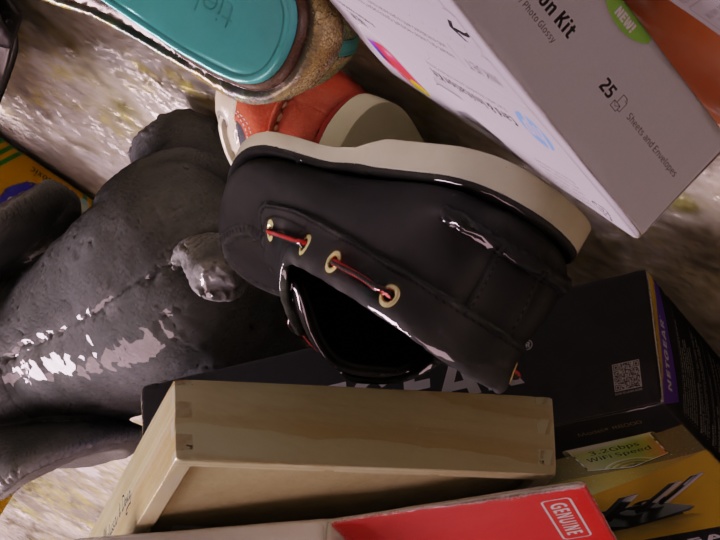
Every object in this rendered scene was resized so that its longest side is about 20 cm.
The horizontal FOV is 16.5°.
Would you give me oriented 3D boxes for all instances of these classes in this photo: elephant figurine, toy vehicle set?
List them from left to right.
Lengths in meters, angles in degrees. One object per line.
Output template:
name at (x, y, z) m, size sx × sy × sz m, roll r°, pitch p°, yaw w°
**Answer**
elephant figurine at (-0.124, 0.033, 0.982) m, size 0.199 × 0.142 × 0.156 m, roll -21°, pitch 136°, yaw 6°
toy vehicle set at (-0.024, 0.089, 0.855) m, size 0.123 × 0.027 × 0.200 m, roll 4°, pitch 155°, yaw -16°

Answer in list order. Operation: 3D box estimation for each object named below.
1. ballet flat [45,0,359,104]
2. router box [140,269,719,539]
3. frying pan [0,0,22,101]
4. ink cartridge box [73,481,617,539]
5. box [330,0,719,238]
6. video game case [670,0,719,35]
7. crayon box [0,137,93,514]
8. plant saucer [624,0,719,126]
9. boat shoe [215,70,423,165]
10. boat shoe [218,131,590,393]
ballet flat at (-0.083, -0.116, 0.810) m, size 0.199 × 0.071 × 0.071 m, roll 32°, pitch 162°, yaw 19°
router box at (0.041, 0.071, 0.925) m, size 0.199 × 0.053 × 0.157 m, roll -14°, pitch 153°, yaw 21°
frying pan at (-0.148, -0.088, 0.970) m, size 0.031 × 0.115 × 0.191 m, roll 24°, pitch 117°, yaw -13°
ink cartridge box at (0.011, 0.132, 0.870) m, size 0.175 × 0.045 × 0.200 m, roll -8°, pitch 156°, yaw 13°
box at (-0.002, -0.108, 0.659) m, size 0.200 × 0.041 × 0.156 m, roll 48°, pitch 176°, yaw -32°
video game case at (0.159, -0.066, 0.542) m, size 0.181 × 0.023 × 0.200 m, roll 34°, pitch 159°, yaw -9°
crayon box at (-0.195, 0.040, 1.130) m, size 0.125 × 0.201 × 0.052 m, roll 33°, pitch 160°, yaw -10°
plant saucer at (0.128, -0.082, 0.630) m, size 0.199 × 0.038 × 0.200 m, roll 26°, pitch 160°, yaw 10°
boat shoe at (-0.001, -0.008, 0.937) m, size 0.062 × 0.071 × 0.200 m, roll 23°, pitch 157°, yaw 29°
boat shoe at (-0.002, -0.001, 0.778) m, size 0.073 × 0.063 × 0.201 m, roll 32°, pitch 170°, yaw -23°
